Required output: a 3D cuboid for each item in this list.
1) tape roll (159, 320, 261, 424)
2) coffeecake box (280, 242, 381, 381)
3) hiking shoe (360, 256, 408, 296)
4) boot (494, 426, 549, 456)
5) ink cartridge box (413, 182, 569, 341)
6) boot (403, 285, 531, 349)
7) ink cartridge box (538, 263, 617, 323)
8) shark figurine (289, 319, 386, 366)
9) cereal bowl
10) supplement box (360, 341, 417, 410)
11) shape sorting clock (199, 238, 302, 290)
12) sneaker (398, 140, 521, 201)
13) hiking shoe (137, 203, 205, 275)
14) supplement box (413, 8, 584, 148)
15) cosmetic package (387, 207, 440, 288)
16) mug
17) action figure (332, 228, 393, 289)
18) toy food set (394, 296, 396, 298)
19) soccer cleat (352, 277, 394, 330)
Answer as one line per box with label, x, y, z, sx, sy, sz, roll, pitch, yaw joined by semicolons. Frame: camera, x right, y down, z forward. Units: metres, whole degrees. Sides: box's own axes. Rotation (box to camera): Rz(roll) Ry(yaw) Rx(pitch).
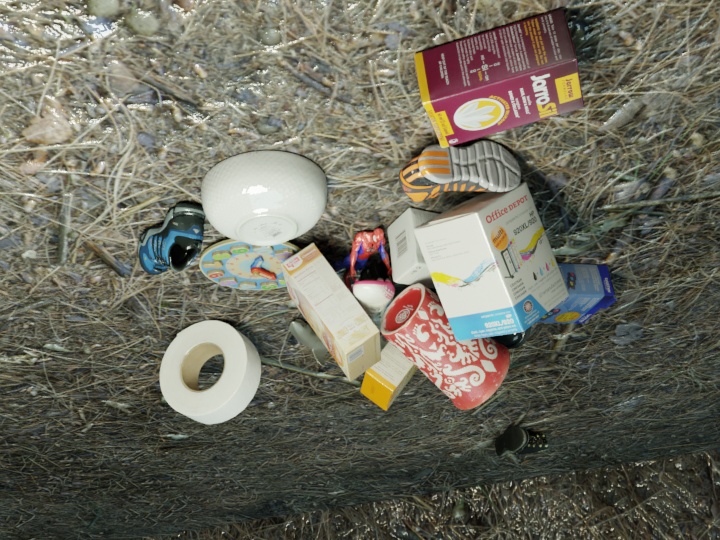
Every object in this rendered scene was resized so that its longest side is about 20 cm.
tape roll;-0.306;0.205;1.806;0.201;0.204;0.071;-15;153;16
coffeecake box;-0.050;0.074;1.551;0.073;0.200;0.154;-33;158;-12
hiking shoe;0.105;0.018;1.669;0.199;0.076;0.101;7;154;-22
boot;0.520;0.527;2.761;0.153;0.074;0.204;-2;157;-16
ink cartridge box;0.209;-0.014;1.421;0.147;0.201;0.144;-30;-170;-40
boot;0.184;0.079;1.595;0.167;0.077;0.200;15;-177;-36
ink cartridge box;0.419;0.047;1.802;0.198;0.077;0.137;1;152;-18
shark figurine;-0.059;0.161;1.901;0.213;0.090;0.128;5;152;-18
cereal bowl;-0.148;-0.097;1.382;0.198;0.084;0.200;-5;152;-3
supplement box;0.090;0.179;1.850;0.073;0.200;0.126;34;155;12
shape sorting clock;-0.189;-0.007;1.593;0.198;0.039;0.200;-5;153;-3
sneaker;0.146;-0.150;1.372;0.199;0.078;0.112;4;166;-30
hiking shoe;-0.318;-0.032;1.463;0.074;0.087;0.200;10;149;-29
supplement box;0.182;-0.247;1.160;0.199;0.086;0.110;-14;152;14
cosmetic package;0.154;-0.030;1.550;0.199;0.114;0.081;12;149;-29
mug;0.125;0.132;1.518;0.200;0.134;0.177;40;138;-21
action figure;0.000;0.000;1.593;0.065;0.100;0.200;3;149;-24
toy food set;0.105;0.092;1.722;0.199;0.197;0.049;-10;125;-53
soccer cleat;0.028;0.064;1.549;0.069;0.087;0.200;1;171;9
